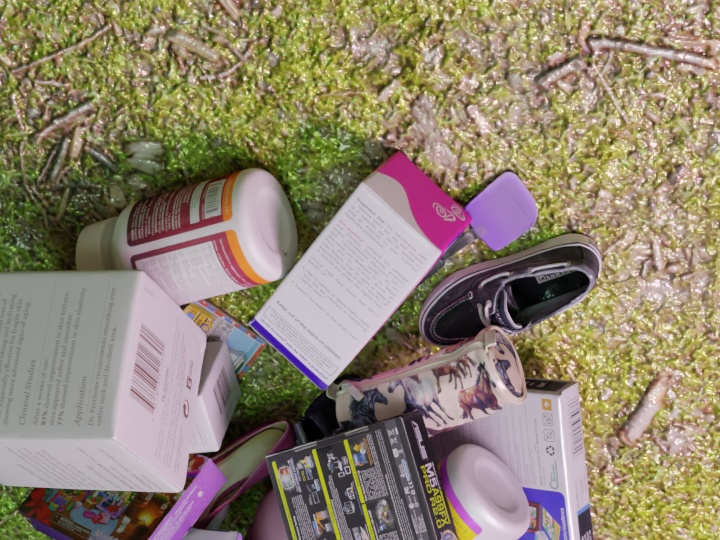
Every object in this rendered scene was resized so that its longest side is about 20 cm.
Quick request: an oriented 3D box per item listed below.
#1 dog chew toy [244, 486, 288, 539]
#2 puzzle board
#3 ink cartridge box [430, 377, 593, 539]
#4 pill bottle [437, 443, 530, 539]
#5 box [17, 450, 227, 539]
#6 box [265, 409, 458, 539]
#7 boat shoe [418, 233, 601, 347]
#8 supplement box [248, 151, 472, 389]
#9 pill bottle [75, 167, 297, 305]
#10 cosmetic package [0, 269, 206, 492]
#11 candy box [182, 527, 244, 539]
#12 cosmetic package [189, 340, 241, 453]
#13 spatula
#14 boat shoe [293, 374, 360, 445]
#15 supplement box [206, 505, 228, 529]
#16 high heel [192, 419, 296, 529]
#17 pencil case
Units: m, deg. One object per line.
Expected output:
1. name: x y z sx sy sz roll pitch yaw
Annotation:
1. dog chew toy: -0.069 0.297 1.803 0.124 0.125 0.200 30 141 -5
2. puzzle board: -0.208 0.102 1.783 0.150 0.017 0.200 34 122 -7
3. ink cartridge box: 0.136 0.204 1.700 0.199 0.043 0.200 3 106 39
4. pill bottle: 0.064 0.265 1.654 0.104 0.104 0.200 42 115 -12
5. box: -0.246 0.230 1.738 0.199 0.137 0.039 14 148 44
6. box: 0.010 0.249 1.599 0.159 0.044 0.202 -20 84 29
7. boat shoe: 0.139 0.031 1.629 0.198 0.068 0.072 -22 113 23
8. supplement box: 0.000 0.000 1.615 0.103 0.101 0.200 41 121 4
9. pill bottle: -0.169 -0.024 1.644 0.198 0.110 0.110 -14 116 24
10. cosmetic package: -0.274 0.106 1.609 0.198 0.169 0.166 0 157 18
11. candy box: -0.142 0.386 1.714 0.071 0.169 0.201 1 139 24
12. cosmetic package: -0.233 0.136 1.741 0.198 0.102 0.072 -6 120 16
13. spatula: 0.087 -0.019 1.639 0.200 0.021 0.057 -37 93 31
14. boat shoe: 0.001 0.213 1.721 0.074 0.093 0.201 -28 92 41
15. supplement box: -0.229 0.324 1.788 0.100 0.201 0.104 26 149 -2
16. high heel: -0.153 0.218 1.739 0.068 0.198 0.096 59 159 22
17. pencil case: 0.065 0.115 1.624 0.199 0.078 0.089 -23 136 30
